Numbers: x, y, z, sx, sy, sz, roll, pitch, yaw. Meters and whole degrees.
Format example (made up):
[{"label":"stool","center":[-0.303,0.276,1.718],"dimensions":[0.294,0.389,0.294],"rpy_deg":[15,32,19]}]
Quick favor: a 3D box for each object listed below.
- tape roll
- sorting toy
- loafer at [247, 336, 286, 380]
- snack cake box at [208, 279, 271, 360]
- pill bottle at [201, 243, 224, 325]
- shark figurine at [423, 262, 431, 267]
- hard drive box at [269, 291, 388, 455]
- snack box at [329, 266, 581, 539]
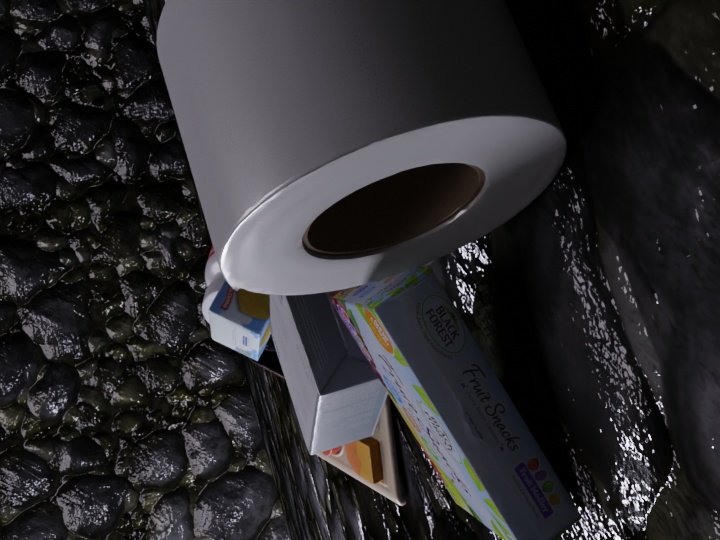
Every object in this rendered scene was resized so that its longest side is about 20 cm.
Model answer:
[{"label":"tape roll","center":[-0.002,-0.090,0.507],"dimensions":[0.203,0.201,0.140],"rpy_deg":[110,143,-68]},{"label":"sorting toy","center":[-0.023,0.183,1.118],"dimensions":[0.185,0.036,0.201],"rpy_deg":[17,124,51]},{"label":"loafer","center":[-0.064,0.123,1.064],"dimensions":[0.199,0.063,0.072],"rpy_deg":[23,121,49]},{"label":"snack cake box","center":[-0.105,-0.006,1.063],"dimensions":[0.115,0.067,0.201],"rpy_deg":[107,-172,-69]},{"label":"pill bottle","center":[-0.145,-0.017,1.207],"dimensions":[0.116,0.115,0.201],"rpy_deg":[90,-173,-47]},{"label":"shark figurine","center":[-0.002,-0.071,0.782],"dimensions":[0.128,0.089,0.216],"rpy_deg":[115,140,-72]},{"label":"hard drive box","center":[-0.036,0.078,0.901],"dimensions":[0.200,0.076,0.157],"rpy_deg":[103,150,-63]},{"label":"snack box","center":[0.062,0.093,0.642],"dimensions":[0.201,0.053,0.142],"rpy_deg":[58,168,-8]}]
